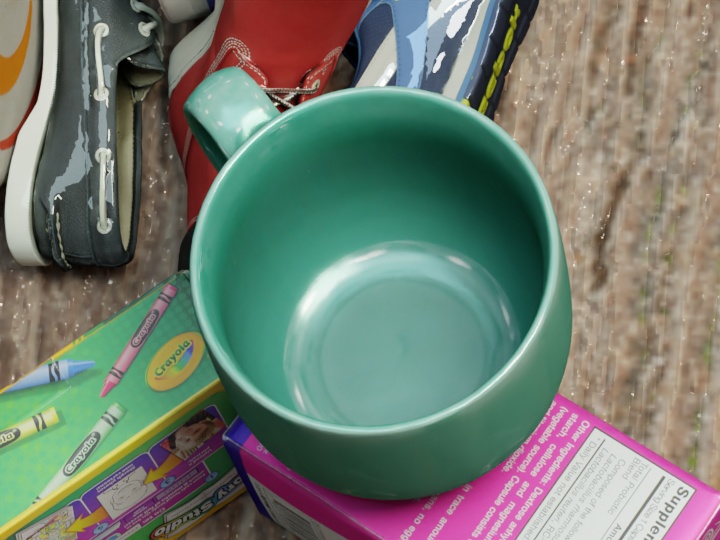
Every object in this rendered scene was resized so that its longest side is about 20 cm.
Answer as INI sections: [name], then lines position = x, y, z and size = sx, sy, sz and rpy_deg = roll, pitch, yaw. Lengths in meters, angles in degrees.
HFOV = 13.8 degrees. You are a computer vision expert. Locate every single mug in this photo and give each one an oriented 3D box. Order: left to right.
[mug]
position = 0.011, 0.003, 1.233
size = 0.151, 0.115, 0.186
rpy_deg = -8, 64, 5

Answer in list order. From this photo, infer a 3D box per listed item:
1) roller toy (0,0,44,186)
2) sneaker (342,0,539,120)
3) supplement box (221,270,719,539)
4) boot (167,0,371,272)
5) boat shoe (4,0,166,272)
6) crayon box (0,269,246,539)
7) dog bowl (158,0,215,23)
[roller toy]
position = -0.231, -0.125, 1.399
size = 0.139, 0.183, 0.201
rpy_deg = 5, 51, 12
[sneaker]
position = 0.036, -0.126, 1.417
size = 0.082, 0.074, 0.201
rpy_deg = 17, 70, 18
[supplement box]
position = 0.054, 0.104, 1.300
size = 0.200, 0.101, 0.103
rpy_deg = 33, 75, 20
[boot]
position = -0.038, -0.064, 1.343
size = 0.072, 0.200, 0.145
rpy_deg = 6, 66, -18
[boat shoe]
position = -0.122, -0.096, 1.433
size = 0.060, 0.076, 0.201
rpy_deg = 4, 80, 14
[crayon box]
position = -0.133, 0.097, 1.325
size = 0.200, 0.119, 0.058
rpy_deg = -35, 65, -6
[dog bowl]
position = -0.078, -0.223, 1.407
size = 0.078, 0.200, 0.201
rpy_deg = -14, 66, 1
